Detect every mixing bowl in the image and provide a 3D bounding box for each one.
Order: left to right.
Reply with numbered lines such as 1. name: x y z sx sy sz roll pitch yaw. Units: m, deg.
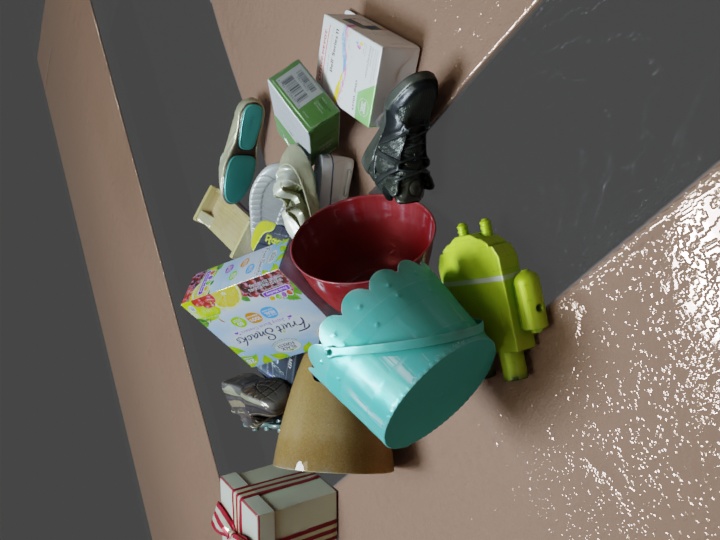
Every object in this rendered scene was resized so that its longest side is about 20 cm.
1. mixing bowl: 0.011 -0.006 1.128 0.200 0.200 0.109 40 151 47

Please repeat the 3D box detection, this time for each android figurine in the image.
1. android figurine: 0.156 0.036 1.018 0.182 0.041 0.201 -13 89 59

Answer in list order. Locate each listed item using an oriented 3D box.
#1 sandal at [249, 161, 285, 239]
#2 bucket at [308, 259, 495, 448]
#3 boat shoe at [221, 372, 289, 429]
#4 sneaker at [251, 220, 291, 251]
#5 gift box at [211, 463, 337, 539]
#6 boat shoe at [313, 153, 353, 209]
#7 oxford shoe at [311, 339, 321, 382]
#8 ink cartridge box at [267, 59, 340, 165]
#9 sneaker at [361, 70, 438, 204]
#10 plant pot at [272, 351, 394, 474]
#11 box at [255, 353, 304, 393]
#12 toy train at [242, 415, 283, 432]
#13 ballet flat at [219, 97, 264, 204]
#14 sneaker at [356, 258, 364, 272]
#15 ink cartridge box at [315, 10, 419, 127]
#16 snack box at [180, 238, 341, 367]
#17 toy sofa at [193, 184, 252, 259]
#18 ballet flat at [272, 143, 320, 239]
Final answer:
1. sandal: -0.164 -0.112 1.477 0.050 0.082 0.203 -98 20 -55
2. bucket: 0.055 0.103 0.985 0.135 0.207 0.208 45 134 29
3. boat shoe: -0.167 0.220 1.358 0.200 0.074 0.074 6 110 62
4. sneaker: -0.092 -0.031 1.383 0.199 0.082 0.074 25 91 34
5. gift box: -0.156 0.477 1.484 0.184 0.186 0.201 13 107 57
6. boat shoe: -0.042 -0.080 1.283 0.074 0.065 0.201 -136 50 -66
7. oxford shoe: 0.025 0.152 1.151 0.199 0.085 0.073 7 142 19
8. ink cartridge box: -0.085 -0.231 1.271 0.104 0.059 0.200 53 171 9
9. sneaker: 0.069 -0.165 1.084 0.115 0.076 0.200 62 146 26
10. plant pot: -0.034 0.203 1.263 0.186 0.186 0.201 -10 73 58
11. box: -0.115 0.113 1.411 0.200 0.107 0.149 40 128 47
12. toy train: -0.138 0.242 1.470 0.200 0.113 0.086 -14 80 57
13. ballet flat: -0.226 -0.225 1.525 0.069 0.069 0.201 36 112 49
14. sneaker: 0.000 0.000 1.248 0.091 0.076 0.201 12 111 44
15. ink cartridge box: -0.005 -0.296 1.176 0.200 0.067 0.118 44 133 45
16. snack box: -0.134 0.054 1.214 0.199 0.169 0.068 -17 40 33
17. toy sofa: -0.237 -0.085 1.601 0.200 0.097 0.083 39 104 48
18. ballet flat: -0.095 -0.103 1.229 0.069 0.069 0.201 -44 60 53
